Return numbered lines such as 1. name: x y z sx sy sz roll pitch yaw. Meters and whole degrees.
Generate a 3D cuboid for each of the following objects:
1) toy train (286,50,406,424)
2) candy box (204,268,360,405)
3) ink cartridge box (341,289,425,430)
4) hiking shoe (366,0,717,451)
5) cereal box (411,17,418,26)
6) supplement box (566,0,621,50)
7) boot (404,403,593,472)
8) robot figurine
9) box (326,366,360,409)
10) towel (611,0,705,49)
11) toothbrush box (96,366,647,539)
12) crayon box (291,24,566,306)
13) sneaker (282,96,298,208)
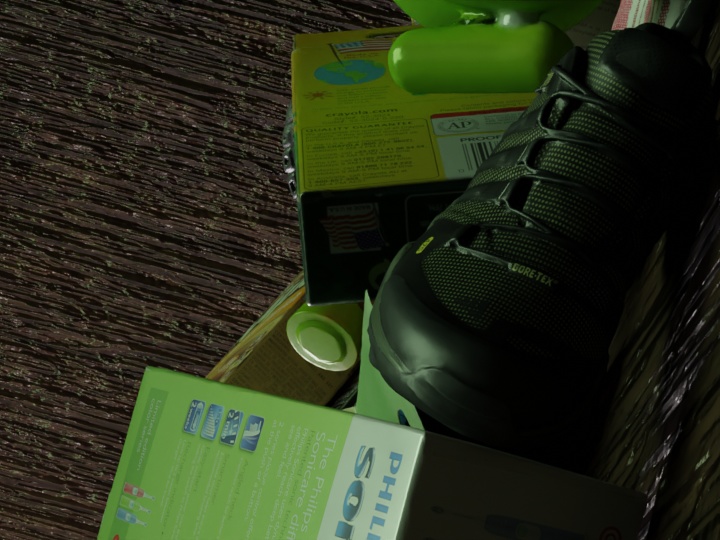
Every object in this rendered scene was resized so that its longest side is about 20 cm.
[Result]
1. toy train: 0.000 0.000 0.927 0.085 0.200 0.116 -26 19 48
2. candy box: -0.042 0.053 1.074 0.115 0.055 0.200 -39 8 49
3. ink cartridge box: 0.006 0.119 0.745 0.200 0.048 0.146 88 162 -61
4. hiking shoe: 0.062 -0.026 0.581 0.200 0.076 0.101 -55 -13 -56
5. cereal box: 0.063 -0.190 1.003 0.200 0.039 0.144 -47 -27 -86
6. supplement box: 0.103 -0.121 0.991 0.126 0.073 0.200 103 -178 -56
7. boot: 0.066 0.020 0.804 0.200 0.069 0.174 103 -177 -59
8. robot figurine: 0.061 -0.153 0.728 0.200 0.115 0.176 137 139 -83
9. box: -0.021 0.100 1.077 0.137 0.038 0.200 -48 4 -23
10. towel: 0.122 -0.117 0.787 0.200 0.030 0.147 92 -168 -87
11. toothbrush box: -0.015 0.118 0.608 0.200 0.086 0.146 4 78 62
12. crayon box: 0.036 -0.053 0.786 0.200 0.127 0.051 -95 0 -64
13. sneaker: 0.034 -0.036 1.038 0.076 0.200 0.091 -12 38 46
